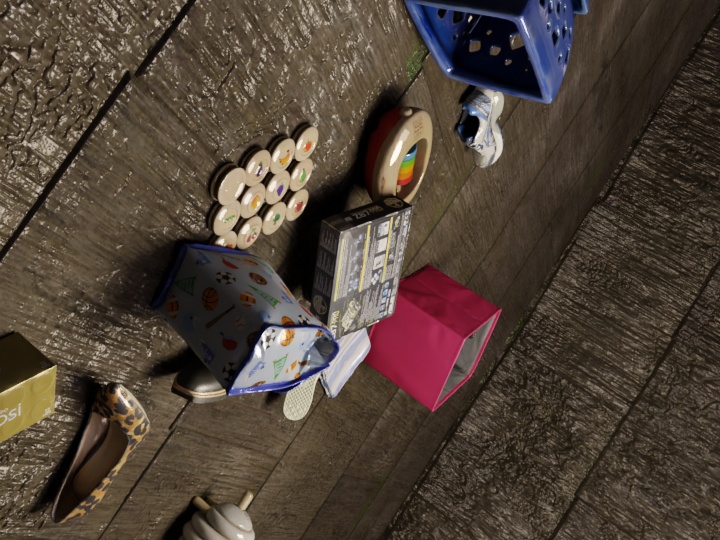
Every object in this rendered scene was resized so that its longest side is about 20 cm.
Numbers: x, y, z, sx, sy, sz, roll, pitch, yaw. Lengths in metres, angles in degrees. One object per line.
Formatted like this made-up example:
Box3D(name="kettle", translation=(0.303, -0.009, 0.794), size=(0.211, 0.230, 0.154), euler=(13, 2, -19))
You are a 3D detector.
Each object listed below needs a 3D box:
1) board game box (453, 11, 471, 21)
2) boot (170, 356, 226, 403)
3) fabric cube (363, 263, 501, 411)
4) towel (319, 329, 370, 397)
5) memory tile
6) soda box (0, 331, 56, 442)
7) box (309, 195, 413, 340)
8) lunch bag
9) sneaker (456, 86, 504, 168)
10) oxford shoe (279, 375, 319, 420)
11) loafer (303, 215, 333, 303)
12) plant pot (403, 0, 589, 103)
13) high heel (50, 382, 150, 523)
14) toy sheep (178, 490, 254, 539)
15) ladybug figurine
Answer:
Box3D(name="board game box", translation=(0.198, -0.439, 1.315), size=(0.199, 0.023, 0.106), euler=(-37, 148, -43))
Box3D(name="boot", translation=(-0.185, 0.090, 1.133), size=(0.200, 0.076, 0.141), euler=(-37, 148, -68))
Box3D(name="fabric cube", translation=(0.152, 0.139, 1.759), size=(0.199, 0.198, 0.199), euler=(-27, 142, -53))
Box3D(name="towel", translation=(-0.033, 0.164, 1.623), size=(0.148, 0.024, 0.201), euler=(-52, 158, -18))
Box3D(name="memory tile", translation=(-0.125, -0.100, 1.065), size=(0.199, 0.017, 0.155), euler=(-37, 150, -44))
Box3D(name="soda box", translation=(-0.380, 0.135, 0.748), size=(0.199, 0.063, 0.069), euler=(-32, 147, -50))
Box3D(name="box", translation=(0.000, 0.000, 1.250), size=(0.160, 0.049, 0.203), euler=(-24, 134, -42))
Box3D(name="lunch bag", translation=(-0.133, 0.063, 1.026), size=(0.125, 0.170, 0.199), euler=(-56, 155, 18))
Box3D(name="sneaker", translation=(0.218, -0.265, 1.552), size=(0.085, 0.077, 0.202), euler=(-39, 146, -19))
Box3D(name="oxford shoe", translation=(-0.096, 0.164, 1.443), size=(0.203, 0.074, 0.058), euler=(-69, -161, 7))
Box3D(name="loafer", translation=(-0.041, -0.006, 1.299), size=(0.071, 0.072, 0.202), euler=(-39, 152, -36))
Box3D(name="plant pot", translation=(0.204, -0.381, 1.146), size=(0.182, 0.198, 0.200), euler=(-61, 146, -8))
Box3D(name="high heel", translation=(-0.323, 0.223, 0.980), size=(0.143, 0.071, 0.201), euler=(-51, 168, -35))
Box3D(name="toy sheep", translation=(-0.249, 0.464, 1.395), size=(0.202, 0.137, 0.138), euler=(-58, 159, -1))
Box3D(name="ladybug figurine", translation=(0.054, -0.178, 1.280), size=(0.135, 0.071, 0.202), euler=(-41, 153, -36))
